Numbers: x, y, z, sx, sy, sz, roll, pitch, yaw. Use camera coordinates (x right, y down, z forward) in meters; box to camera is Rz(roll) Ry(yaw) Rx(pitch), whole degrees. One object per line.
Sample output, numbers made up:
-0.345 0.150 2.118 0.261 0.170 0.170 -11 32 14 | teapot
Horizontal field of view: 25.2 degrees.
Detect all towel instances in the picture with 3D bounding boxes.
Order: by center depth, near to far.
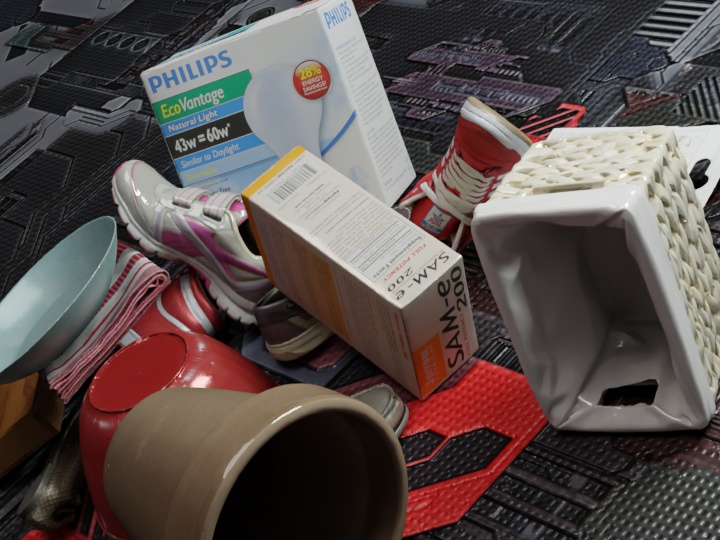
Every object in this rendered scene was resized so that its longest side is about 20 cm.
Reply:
-0.249 0.038 1.473 0.144 0.023 0.200 -49 23 -7 | towel

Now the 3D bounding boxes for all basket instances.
0.186 0.005 1.184 0.134 0.201 0.124 -4 35 34 | basket

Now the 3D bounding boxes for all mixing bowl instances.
-0.164 0.124 1.373 0.198 0.109 0.201 -19 33 13 | mixing bowl

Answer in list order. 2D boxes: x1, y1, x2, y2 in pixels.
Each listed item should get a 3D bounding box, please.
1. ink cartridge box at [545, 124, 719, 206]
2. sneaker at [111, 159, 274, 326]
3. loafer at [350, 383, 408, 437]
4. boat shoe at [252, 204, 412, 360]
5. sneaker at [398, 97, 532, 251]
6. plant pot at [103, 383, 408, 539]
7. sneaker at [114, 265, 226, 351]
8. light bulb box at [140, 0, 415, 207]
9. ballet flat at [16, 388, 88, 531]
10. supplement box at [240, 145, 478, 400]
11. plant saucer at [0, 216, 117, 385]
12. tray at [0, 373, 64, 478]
0.222 -0.059 1.388 0.198 0.057 0.163 6 45 36 | ink cartridge box
-0.140 -0.044 1.500 0.088 0.199 0.081 -51 4 28 | sneaker
-0.050 0.151 1.286 0.199 0.063 0.072 -37 32 -12 | loafer
-0.018 -0.001 1.473 0.200 0.065 0.072 -42 32 -21 | boat shoe
0.089 -0.080 1.410 0.113 0.071 0.200 -50 -7 -3 | sneaker
-0.091 0.163 1.159 0.174 0.201 0.200 19 55 45 | plant pot
-0.203 0.032 1.568 0.112 0.071 0.200 -40 41 -11 | sneaker
-0.077 -0.140 1.564 0.196 0.202 0.125 -18 12 17 | light bulb box
-0.253 0.163 1.456 0.067 0.046 0.201 -48 14 33 | ballet flat
0.000 0.000 1.346 0.073 0.127 0.199 -40 55 -20 | supplement box
-0.279 0.038 1.446 0.200 0.039 0.202 -39 22 19 | plant saucer
-0.324 0.113 1.554 0.098 0.037 0.201 -38 25 18 | tray
